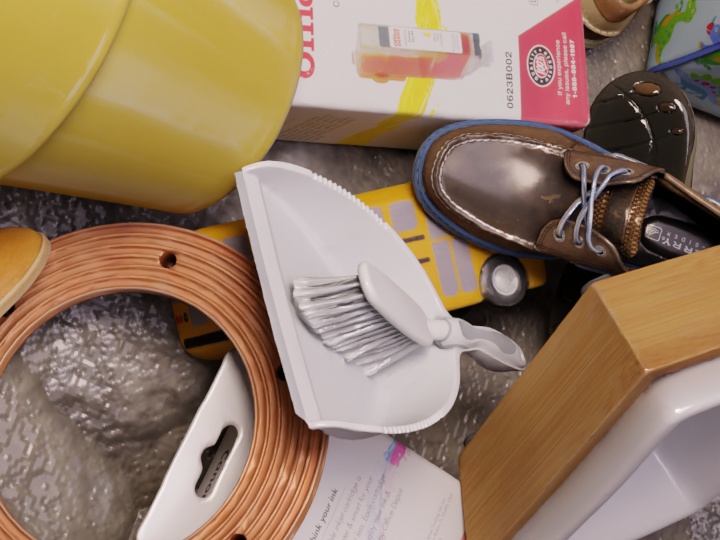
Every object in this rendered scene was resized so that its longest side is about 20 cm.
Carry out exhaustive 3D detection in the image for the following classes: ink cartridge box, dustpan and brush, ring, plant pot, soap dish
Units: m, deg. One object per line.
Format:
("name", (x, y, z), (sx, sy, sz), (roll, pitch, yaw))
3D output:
("ink cartridge box", (0.018, -0.145, 0.932), (0.199, 0.083, 0.146), (1, 83, -29))
("ink cartridge box", (-0.023, 0.136, 0.878), (0.200, 0.067, 0.117), (35, 68, -22))
("dustpan and brush", (0.024, 0.028, 0.839), (0.200, 0.057, 0.140), (35, 35, -58))
("ring", (-0.113, 0.073, 0.809), (0.199, 0.019, 0.201), (-2, 69, 6))
("plant pot", (-0.135, -0.115, 0.789), (0.188, 0.200, 0.202), (24, 71, -41))
("soap dish", (0.144, 0.066, 0.848), (0.157, 0.200, 0.081), (-15, 63, -31))

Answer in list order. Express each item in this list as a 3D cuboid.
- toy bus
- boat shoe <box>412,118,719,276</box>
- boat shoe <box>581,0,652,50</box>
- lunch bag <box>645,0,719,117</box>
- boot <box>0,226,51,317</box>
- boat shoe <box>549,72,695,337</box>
("toy bus", (0.000, 0.000, 0.913), (0.199, 0.065, 0.079), (-14, 88, -30))
("boat shoe", (0.127, -0.034, 0.889), (0.199, 0.072, 0.073), (13, 90, -12))
("boat shoe", (0.170, -0.227, 1.035), (0.075, 0.074, 0.201), (24, 72, -25))
("lunch bag", (0.290, -0.135, 1.041), (0.199, 0.161, 0.083), (17, 75, -26))
("boot", (-0.251, -0.007, 0.760), (0.201, 0.071, 0.144), (-37, 112, -20))
("boat shoe", (0.158, -0.012, 0.988), (0.075, 0.074, 0.201), (12, 97, 13))
